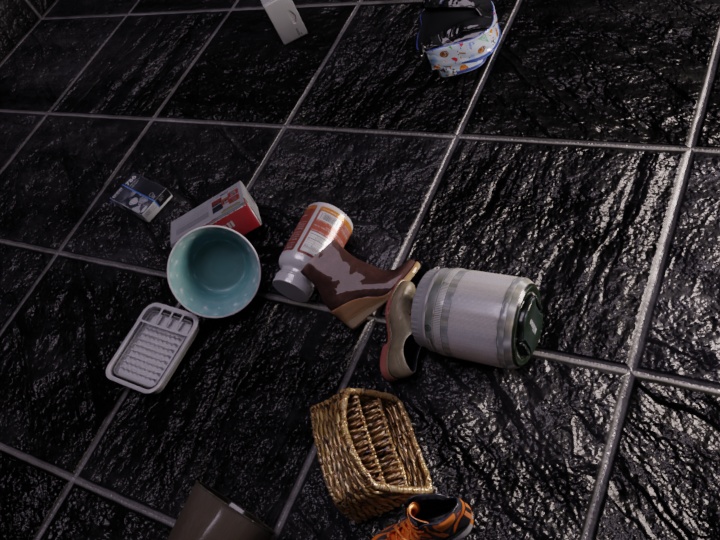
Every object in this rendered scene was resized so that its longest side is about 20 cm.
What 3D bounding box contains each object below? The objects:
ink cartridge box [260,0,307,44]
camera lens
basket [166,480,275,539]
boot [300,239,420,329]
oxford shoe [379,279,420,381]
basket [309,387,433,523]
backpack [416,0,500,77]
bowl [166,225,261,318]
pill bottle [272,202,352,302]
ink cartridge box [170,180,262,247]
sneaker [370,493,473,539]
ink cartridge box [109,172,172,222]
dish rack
[{"bbox_3d":[-0.244,-0.791,2.169,0.084,0.145,0.200,-27,49,5],"label":"ink cartridge box"},{"bbox_3d":[0.209,0.082,1.286,0.200,0.160,0.160,9,60,30],"label":"camera lens"},{"bbox_3d":[-0.266,0.486,1.226,0.180,0.136,0.200,18,68,38],"label":"basket"},{"bbox_3d":[0.000,0.000,1.457,0.200,0.072,0.166,-40,86,1],"label":"boot"},{"bbox_3d":[0.091,0.108,1.366,0.075,0.070,0.200,-17,59,45],"label":"oxford shoe"},{"bbox_3d":[0.013,0.294,1.228,0.149,0.143,0.200,-24,49,7],"label":"basket"},{"bbox_3d":[0.244,-0.573,1.774,0.190,0.154,0.200,-9,60,27],"label":"backpack"},{"bbox_3d":[-0.314,-0.006,1.598,0.201,0.201,0.105,-29,11,3],"label":"bowl"},{"bbox_3d":[-0.105,-0.038,1.555,0.112,0.112,0.200,12,61,31],"label":"pill bottle"},{"bbox_3d":[-0.337,-0.102,1.696,0.200,0.084,0.176,-30,27,2],"label":"ink cartridge box"},{"bbox_3d":[0.074,0.402,1.138,0.200,0.112,0.078,-30,48,1],"label":"sneaker"},{"bbox_3d":[-0.602,-0.203,1.964,0.200,0.039,0.100,23,68,37],"label":"ink cartridge box"},{"bbox_3d":[-0.449,0.175,1.602,0.171,0.044,0.200,13,62,31],"label":"dish rack"}]
